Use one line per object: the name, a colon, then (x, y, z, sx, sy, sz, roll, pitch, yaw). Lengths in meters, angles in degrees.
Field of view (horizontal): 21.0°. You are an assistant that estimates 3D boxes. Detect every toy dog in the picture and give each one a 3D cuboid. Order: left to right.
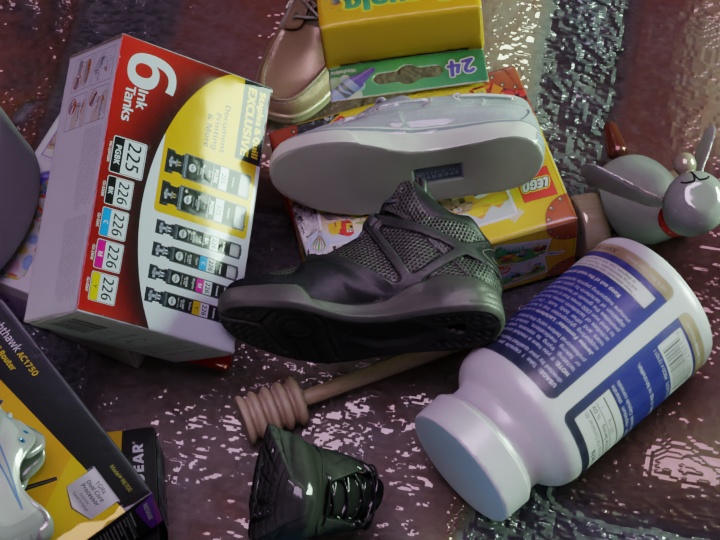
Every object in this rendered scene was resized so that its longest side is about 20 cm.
toy dog: (0.212, -0.069, 1.404, 0.131, 0.200, 0.097, -15, 90, -30)

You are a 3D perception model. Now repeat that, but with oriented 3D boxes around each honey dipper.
honey dipper: (0.005, 0.075, 1.419, 0.199, 0.038, 0.038, -21, 60, -11)

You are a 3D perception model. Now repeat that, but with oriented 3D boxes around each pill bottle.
pill bottle: (0.141, 0.078, 1.361, 0.200, 0.116, 0.116, -38, 64, -18)

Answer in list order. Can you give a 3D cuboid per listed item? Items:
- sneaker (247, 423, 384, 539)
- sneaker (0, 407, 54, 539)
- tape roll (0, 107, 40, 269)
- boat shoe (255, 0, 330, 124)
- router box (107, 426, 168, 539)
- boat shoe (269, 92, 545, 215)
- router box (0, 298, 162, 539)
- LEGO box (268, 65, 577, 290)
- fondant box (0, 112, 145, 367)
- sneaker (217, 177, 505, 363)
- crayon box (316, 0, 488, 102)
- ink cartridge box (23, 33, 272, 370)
sneaker: (-0.028, 0.144, 1.296, 0.090, 0.200, 0.077, 11, 91, 0)
sneaker: (-0.256, 0.110, 1.280, 0.086, 0.075, 0.201, -14, 58, -21)
tape roll: (-0.342, -0.052, 1.459, 0.199, 0.066, 0.201, -16, 48, 18)
boat shoe: (-0.031, -0.208, 1.569, 0.071, 0.065, 0.201, 19, 62, 14)
router box: (-0.211, 0.215, 1.339, 0.156, 0.052, 0.201, -7, 59, 0)
boat shoe: (0.033, -0.091, 1.412, 0.199, 0.070, 0.072, -5, 42, 1)
router box: (-0.252, 0.135, 1.327, 0.149, 0.051, 0.200, -35, 61, -16)
LEGO box: (0.045, -0.052, 1.465, 0.198, 0.077, 0.150, -16, 60, -6)
fondant box: (-0.190, -0.043, 1.487, 0.143, 0.058, 0.201, 21, 62, 15)
sneaker: (0.000, 0.000, 1.356, 0.198, 0.076, 0.115, -6, 53, 8)
crayon box: (0.027, -0.230, 1.507, 0.125, 0.052, 0.201, -7, 55, 1)
ink cartridge box: (-0.132, -0.043, 1.393, 0.175, 0.084, 0.202, 17, 74, -34)
